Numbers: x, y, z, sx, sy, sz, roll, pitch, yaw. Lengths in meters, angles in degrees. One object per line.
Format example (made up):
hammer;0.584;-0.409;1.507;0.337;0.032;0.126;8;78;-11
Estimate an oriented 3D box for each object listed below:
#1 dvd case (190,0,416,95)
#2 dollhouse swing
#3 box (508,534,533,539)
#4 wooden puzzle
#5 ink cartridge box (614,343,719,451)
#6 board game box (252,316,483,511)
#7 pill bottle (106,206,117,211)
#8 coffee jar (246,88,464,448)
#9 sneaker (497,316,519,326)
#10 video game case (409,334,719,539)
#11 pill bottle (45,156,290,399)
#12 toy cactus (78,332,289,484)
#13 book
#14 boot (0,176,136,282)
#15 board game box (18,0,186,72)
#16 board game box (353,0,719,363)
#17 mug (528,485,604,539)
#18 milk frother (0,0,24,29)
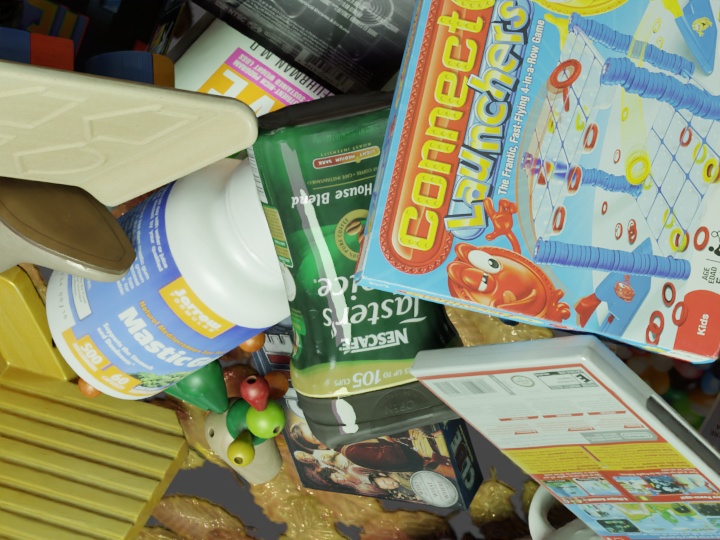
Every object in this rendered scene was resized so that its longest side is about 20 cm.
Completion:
dvd case;-0.004;-0.193;1.351;0.149;0.016;0.200;32;130;-15
dollhouse swing;-0.251;0.105;1.708;0.176;0.200;0.182;2;132;31
box;0.103;0.300;1.680;0.164;0.166;0.200;29;148;-36
wooden puzzle;-0.186;-0.093;1.360;0.200;0.046;0.185;12;161;-34
ink cartridge box;0.209;0.064;1.412;0.119;0.042;0.200;19;98;14
board game box;-0.002;0.079;1.655;0.135;0.035;0.200;5;133;28
pill bottle;-0.255;-0.077;1.593;0.200;0.114;0.114;-3;129;35
coffee jar;0.000;0.000;1.394;0.085;0.104;0.200;-142;40;-74
sneaker;0.158;-0.021;1.361;0.072;0.200;0.073;-122;23;-45
video game case;0.140;0.103;1.349;0.200;0.017;0.143;42;151;-29
pill bottle;-0.100;-0.003;1.512;0.112;0.112;0.200;45;132;-16
toy cactus;-0.106;0.095;1.669;0.200;0.102;0.165;15;147;43
book;-0.053;-0.109;1.495;0.134;0.048;0.200;35;140;-13
boot;-0.249;-0.015;1.512;0.200;0.070;0.146;37;128;7
board game box;-0.206;-0.187;1.452;0.200;0.057;0.166;26;116;6
board game box;0.113;-0.068;1.277;0.195;0.200;0.056;12;177;-4
mug;0.194;0.190;1.544;0.200;0.175;0.148;44;152;38
milk frother;-0.154;-0.246;1.286;0.188;0.180;0.200;-14;100;41
